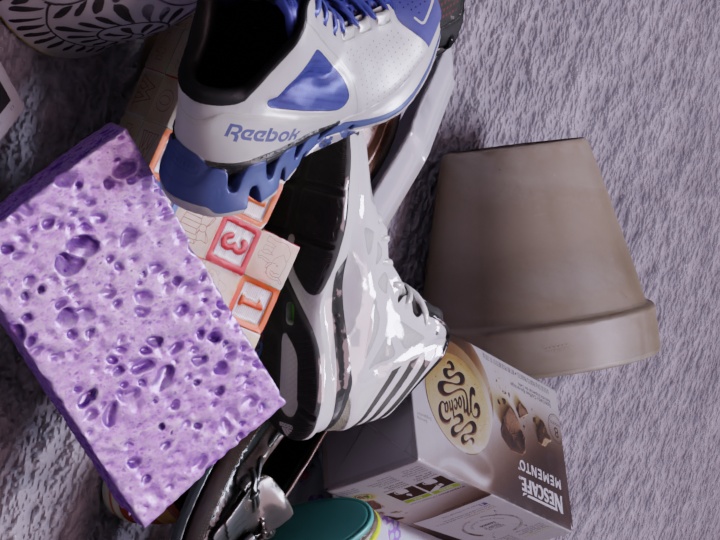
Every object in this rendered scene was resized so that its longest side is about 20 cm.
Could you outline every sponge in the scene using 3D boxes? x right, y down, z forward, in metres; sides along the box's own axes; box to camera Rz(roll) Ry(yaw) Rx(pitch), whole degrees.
[{"bbox_3d":[-0.129,0.032,1.008,0.111,0.030,0.201,-39,120,-18],"label":"sponge"}]

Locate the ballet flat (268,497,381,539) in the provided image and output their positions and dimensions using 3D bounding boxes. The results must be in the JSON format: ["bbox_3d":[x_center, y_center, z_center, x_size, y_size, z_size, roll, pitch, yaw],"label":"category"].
[{"bbox_3d":[-0.078,0.206,1.186,0.199,0.067,0.067,-19,126,-8],"label":"ballet flat"}]

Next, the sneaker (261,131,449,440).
[{"bbox_3d":[0.000,0.000,1.141,0.115,0.075,0.202,-5,105,-42],"label":"sneaker"}]

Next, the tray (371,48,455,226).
[{"bbox_3d":[0.031,-0.083,1.267,0.108,0.022,0.200,-59,-176,25],"label":"tray"}]

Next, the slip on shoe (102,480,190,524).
[{"bbox_3d":[-0.105,0.067,1.166,0.074,0.061,0.202,27,77,-59],"label":"slip on shoe"}]

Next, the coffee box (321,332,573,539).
[{"bbox_3d":[0.060,0.116,1.266,0.200,0.079,0.114,30,46,-47],"label":"coffee box"}]

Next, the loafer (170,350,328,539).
[{"bbox_3d":[-0.060,0.126,1.152,0.072,0.062,0.201,79,31,-58],"label":"loafer"}]

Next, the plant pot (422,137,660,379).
[{"bbox_3d":[0.130,-0.012,1.447,0.200,0.199,0.175,-15,99,-58],"label":"plant pot"}]

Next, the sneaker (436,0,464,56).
[{"bbox_3d":[0.019,-0.169,1.252,0.098,0.071,0.201,55,51,-27],"label":"sneaker"}]

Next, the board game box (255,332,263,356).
[{"bbox_3d":[-0.025,0.022,1.274,0.200,0.039,0.159,-13,114,-69],"label":"board game box"}]

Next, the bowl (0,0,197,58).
[{"bbox_3d":[-0.113,-0.207,0.995,0.200,0.094,0.202,-35,132,-50],"label":"bowl"}]

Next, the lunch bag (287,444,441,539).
[{"bbox_3d":[-0.026,0.204,1.305,0.169,0.127,0.201,2,110,-59],"label":"lunch bag"}]

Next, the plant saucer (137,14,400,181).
[{"bbox_3d":[-0.044,-0.111,1.142,0.199,0.037,0.202,-11,109,-34],"label":"plant saucer"}]

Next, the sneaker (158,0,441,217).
[{"bbox_3d":[-0.028,-0.123,0.974,0.199,0.080,0.116,-42,154,-31],"label":"sneaker"}]

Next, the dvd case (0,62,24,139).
[{"bbox_3d":[-0.246,-0.096,0.878,0.151,0.025,0.201,-58,146,-28],"label":"dvd case"}]

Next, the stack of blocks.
[{"bbox_3d":[-0.097,-0.027,1.067,0.115,0.058,0.201,24,89,-35],"label":"stack of blocks"}]
